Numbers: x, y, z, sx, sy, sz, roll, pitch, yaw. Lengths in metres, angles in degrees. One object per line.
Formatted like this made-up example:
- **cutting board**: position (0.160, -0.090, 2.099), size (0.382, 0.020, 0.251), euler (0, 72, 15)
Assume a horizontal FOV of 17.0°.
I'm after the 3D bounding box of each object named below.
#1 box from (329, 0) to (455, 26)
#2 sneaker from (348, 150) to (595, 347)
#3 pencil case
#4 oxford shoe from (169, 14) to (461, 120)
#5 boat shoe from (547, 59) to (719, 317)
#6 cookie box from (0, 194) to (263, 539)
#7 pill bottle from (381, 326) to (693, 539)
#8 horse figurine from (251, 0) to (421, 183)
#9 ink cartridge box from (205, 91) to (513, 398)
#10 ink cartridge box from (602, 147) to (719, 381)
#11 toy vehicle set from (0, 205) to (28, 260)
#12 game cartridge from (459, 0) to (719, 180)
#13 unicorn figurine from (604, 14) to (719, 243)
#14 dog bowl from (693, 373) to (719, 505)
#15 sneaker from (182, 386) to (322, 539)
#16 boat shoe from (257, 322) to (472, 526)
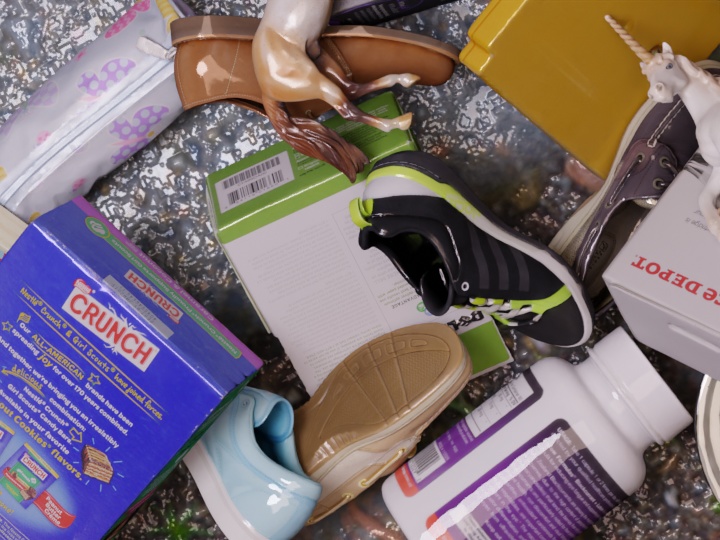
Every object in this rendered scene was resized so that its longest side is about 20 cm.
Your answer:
- **box**: position (0.059, -0.241, 1.626), size (0.199, 0.122, 0.106), euler (-16, 88, 5)
- **sneaker**: position (0.067, 0.006, 1.582), size (0.200, 0.072, 0.083), euler (37, 54, -21)
- **pencil case**: position (-0.181, -0.109, 1.666), size (0.200, 0.091, 0.083), euler (-40, 115, 6)
- **oxford shoe**: position (-0.029, -0.129, 1.612), size (0.199, 0.071, 0.072), euler (0, 84, -13)
- **boat shoe**: position (0.199, -0.050, 1.638), size (0.072, 0.065, 0.200), euler (33, 99, -31)
- **cookie box**: position (-0.192, 0.081, 1.586), size (0.171, 0.075, 0.200), euler (43, 116, 1)
- **pill bottle**: position (0.123, 0.130, 1.637), size (0.200, 0.111, 0.112), euler (-38, 88, 5)
- **horse figurine**: position (-0.022, -0.160, 1.550), size (0.132, 0.050, 0.201), euler (9, 91, 5)
- **ink cartridge box**: position (0.000, 0.000, 1.669), size (0.147, 0.076, 0.200), euler (-24, 123, 5)
- **ink cartridge box**: position (0.278, -0.022, 1.575), size (0.146, 0.084, 0.200), euler (28, 72, 37)
- **toy vehicle set**: position (-0.249, 0.011, 1.666), size (0.200, 0.124, 0.027), euler (36, 52, 3)
- **game cartridge**: position (0.167, -0.168, 1.591), size (0.176, 0.200, 0.032), euler (-51, 51, 4)
- **unicorn figurine**: position (0.255, -0.088, 1.540), size (0.199, 0.074, 0.138), euler (1, 55, 6)
- **dog bowl**: position (0.327, 0.102, 1.639), size (0.199, 0.074, 0.201), euler (0, 92, 6)
- **sneaker**: position (-0.083, 0.103, 1.642), size (0.082, 0.074, 0.200), euler (-44, 57, 13)
- **boat shoe**: position (0.004, 0.109, 1.658), size (0.200, 0.069, 0.074), euler (-36, 49, 21)
